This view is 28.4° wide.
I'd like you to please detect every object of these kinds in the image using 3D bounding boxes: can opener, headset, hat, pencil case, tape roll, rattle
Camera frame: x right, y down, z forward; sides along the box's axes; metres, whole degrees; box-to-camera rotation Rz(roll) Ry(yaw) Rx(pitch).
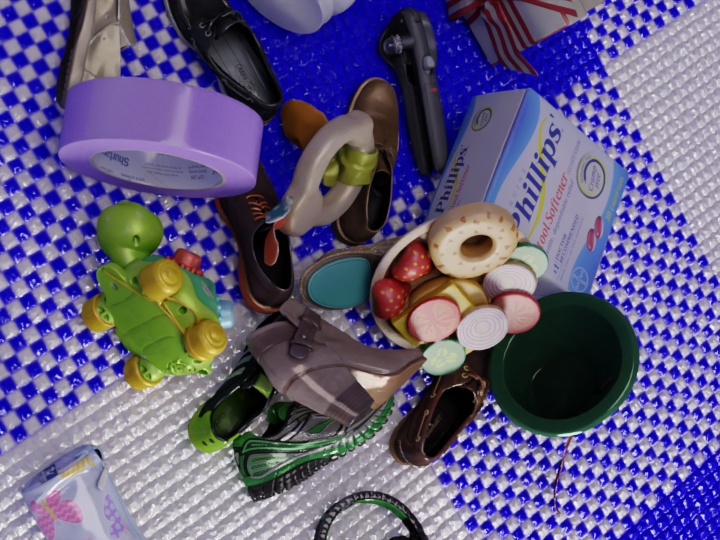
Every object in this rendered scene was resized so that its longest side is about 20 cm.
[{"bbox_3d":[0.072,-0.210,1.666,0.078,0.063,0.201,-9,86,-29],"label":"can opener"},{"bbox_3d":[0.026,0.342,1.571,0.123,0.094,0.200,-29,81,-24],"label":"headset"},{"bbox_3d":[0.243,0.143,1.674,0.200,0.176,0.166,-40,61,-1],"label":"hat"},{"bbox_3d":[-0.253,0.271,1.416,0.091,0.083,0.200,-30,98,-5],"label":"pencil case"},{"bbox_3d":[-0.200,-0.131,1.436,0.200,0.200,0.066,13,77,-25],"label":"tape roll"},{"bbox_3d":[-0.083,-0.105,1.512,0.143,0.130,0.200,39,62,10],"label":"rattle"}]

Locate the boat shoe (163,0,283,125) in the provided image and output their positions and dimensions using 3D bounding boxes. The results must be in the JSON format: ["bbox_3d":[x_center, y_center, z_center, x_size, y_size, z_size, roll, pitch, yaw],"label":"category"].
[{"bbox_3d":[-0.146,-0.251,1.557,0.074,0.066,0.200,-29,96,-27],"label":"boat shoe"}]

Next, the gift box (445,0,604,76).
[{"bbox_3d":[0.217,-0.353,1.695,0.187,0.184,0.200,-32,91,-29],"label":"gift box"}]

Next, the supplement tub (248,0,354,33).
[{"bbox_3d":[-0.038,-0.376,1.588,0.144,0.144,0.200,42,66,-16],"label":"supplement tub"}]

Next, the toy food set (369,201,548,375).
[{"bbox_3d":[0.110,0.021,1.569,0.200,0.049,0.198,-35,126,11],"label":"toy food set"}]

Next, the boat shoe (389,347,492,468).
[{"bbox_3d":[0.112,0.144,1.632,0.070,0.070,0.200,40,66,-14],"label":"boat shoe"}]

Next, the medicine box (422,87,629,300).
[{"bbox_3d":[0.196,-0.082,1.669,0.200,0.103,0.183,34,68,-33],"label":"medicine box"}]

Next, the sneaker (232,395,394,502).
[{"bbox_3d":[-0.048,0.168,1.541,0.200,0.078,0.085,-28,91,-29],"label":"sneaker"}]

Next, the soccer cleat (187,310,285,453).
[{"bbox_3d":[-0.106,0.115,1.515,0.068,0.081,0.200,45,63,-15],"label":"soccer cleat"}]

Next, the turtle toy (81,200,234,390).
[{"bbox_3d":[-0.207,0.022,1.457,0.200,0.146,0.101,56,42,-10],"label":"turtle toy"}]

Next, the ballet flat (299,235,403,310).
[{"bbox_3d":[0.000,0.000,1.594,0.200,0.065,0.071,-7,114,-39],"label":"ballet flat"}]

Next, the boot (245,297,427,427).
[{"bbox_3d":[-0.026,0.085,1.512,0.146,0.070,0.200,41,28,12],"label":"boot"}]

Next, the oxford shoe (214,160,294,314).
[{"bbox_3d":[-0.107,-0.058,1.539,0.071,0.073,0.201,-12,78,-25],"label":"oxford shoe"}]

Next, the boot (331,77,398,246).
[{"bbox_3d":[0.020,-0.129,1.622,0.073,0.075,0.201,14,75,-23],"label":"boot"}]

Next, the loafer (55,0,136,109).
[{"bbox_3d":[-0.268,-0.260,1.496,0.068,0.076,0.201,15,85,-26],"label":"loafer"}]
